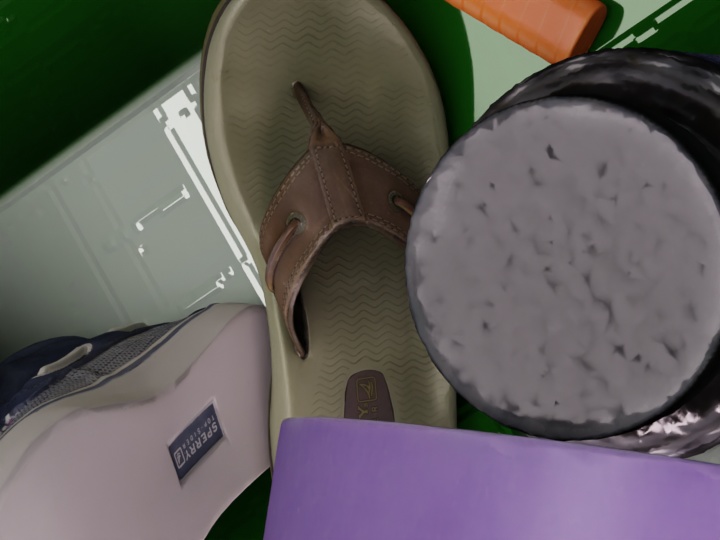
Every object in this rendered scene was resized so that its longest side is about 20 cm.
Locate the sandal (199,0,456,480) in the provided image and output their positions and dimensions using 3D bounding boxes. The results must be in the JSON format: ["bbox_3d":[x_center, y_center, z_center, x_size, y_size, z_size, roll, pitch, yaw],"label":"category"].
[{"bbox_3d":[0.001,0.001,0.803,0.079,0.057,0.202,-12,96,-13],"label":"sandal"}]

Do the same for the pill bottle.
[{"bbox_3d":[0.085,-0.006,0.704,0.111,0.200,0.112,1,93,21],"label":"pill bottle"}]

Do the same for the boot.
[{"bbox_3d":[-0.097,0.066,0.789,0.090,0.200,0.073,-8,101,26],"label":"boot"}]

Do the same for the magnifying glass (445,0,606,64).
[{"bbox_3d":[-0.008,-0.126,0.833,0.200,0.022,0.080,33,104,19],"label":"magnifying glass"}]

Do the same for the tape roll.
[{"bbox_3d":[0.070,0.096,0.676,0.199,0.200,0.085,5,83,22],"label":"tape roll"}]
